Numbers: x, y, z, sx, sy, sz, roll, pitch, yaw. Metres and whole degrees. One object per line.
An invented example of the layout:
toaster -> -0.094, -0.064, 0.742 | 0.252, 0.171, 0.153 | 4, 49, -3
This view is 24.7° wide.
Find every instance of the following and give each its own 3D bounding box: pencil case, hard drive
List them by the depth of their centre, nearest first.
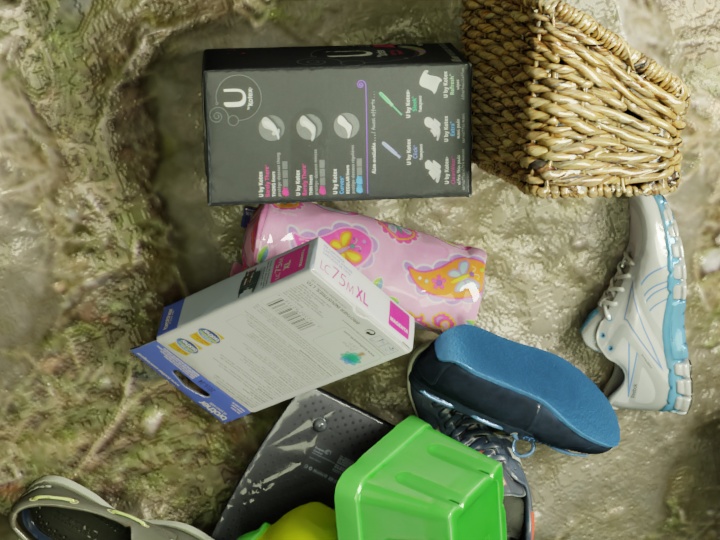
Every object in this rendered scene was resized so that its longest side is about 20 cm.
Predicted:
pencil case -> 0.000, 0.000, 1.316 | 0.200, 0.087, 0.087 | 13, 103, -8
hard drive -> -0.042, 0.199, 1.384 | 0.135, 0.042, 0.200 | 27, 102, -11

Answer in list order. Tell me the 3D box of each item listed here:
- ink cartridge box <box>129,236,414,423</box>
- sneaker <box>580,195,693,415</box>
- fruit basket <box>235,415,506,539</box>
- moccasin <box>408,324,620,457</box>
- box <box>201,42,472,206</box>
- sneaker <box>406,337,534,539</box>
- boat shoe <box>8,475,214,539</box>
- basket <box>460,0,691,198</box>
ink cartridge box -> -0.071, 0.051, 1.295 | 0.200, 0.042, 0.119 | -25, 130, 32
sneaker -> 0.222, 0.029, 1.349 | 0.087, 0.075, 0.200 | -6, 105, 2
fruit basket -> 0.007, 0.231, 1.323 | 0.216, 0.155, 0.216 | 13, 116, 28
moccasin -> 0.123, 0.099, 1.327 | 0.200, 0.081, 0.068 | 30, 130, -28
box -> -0.020, -0.115, 1.261 | 0.200, 0.122, 0.106 | -3, 105, -5
sneaker -> 0.098, 0.152, 1.362 | 0.075, 0.085, 0.200 | -25, 105, 2
boat shoe -> -0.193, 0.232, 1.348 | 0.202, 0.060, 0.072 | 23, 101, 4
basket -> 0.164, -0.143, 1.228 | 0.143, 0.200, 0.149 | -3, 103, -13
